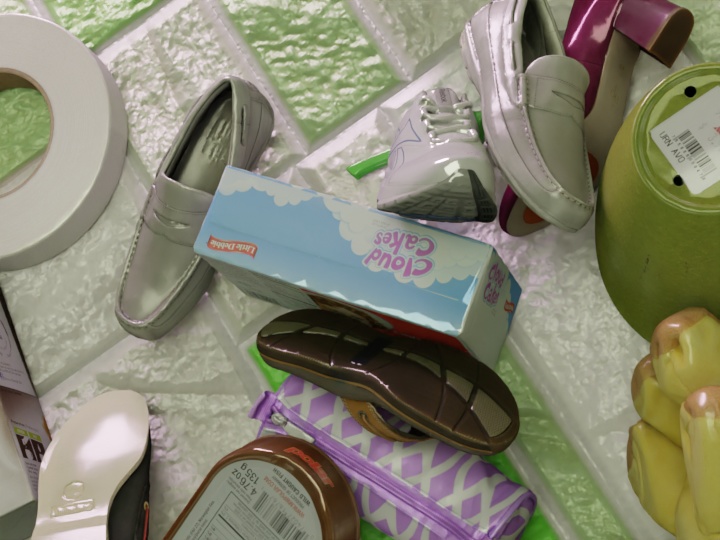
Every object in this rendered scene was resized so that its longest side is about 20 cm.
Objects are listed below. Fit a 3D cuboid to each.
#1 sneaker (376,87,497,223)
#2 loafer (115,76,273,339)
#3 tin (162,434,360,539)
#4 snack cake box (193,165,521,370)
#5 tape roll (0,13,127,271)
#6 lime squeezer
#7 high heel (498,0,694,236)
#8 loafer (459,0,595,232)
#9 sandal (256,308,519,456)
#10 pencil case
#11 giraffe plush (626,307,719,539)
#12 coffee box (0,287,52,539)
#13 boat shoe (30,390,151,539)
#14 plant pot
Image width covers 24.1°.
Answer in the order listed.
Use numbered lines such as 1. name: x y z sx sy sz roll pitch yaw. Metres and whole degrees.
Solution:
1. sneaker: 0.047 -0.076 1.101 0.074 0.200 0.088 7 96 -9
2. loafer: -0.127 -0.048 1.222 0.070 0.070 0.201 19 82 20
3. tin: -0.080 0.199 1.128 0.112 0.042 0.200 44 115 21
4. snack cake box: 0.000 0.000 1.157 0.199 0.115 0.068 17 78 19
5. tape roll: -0.278 -0.100 1.306 0.202 0.037 0.204 -4 75 15
6. lime squeezer: 0.081 -0.126 1.218 0.200 0.038 0.071 -49 37 0
7. high heel: 0.145 -0.119 1.189 0.200 0.067 0.096 -51 46 0
8. loafer: 0.117 -0.111 1.110 0.070 0.070 0.201 -41 45 28
9. sandal: 0.016 0.081 1.100 0.199 0.082 0.055 17 121 29
10. pencil case: 0.021 0.133 1.132 0.199 0.085 0.084 29 93 20
11. giraffe plush: 0.269 0.124 1.040 0.161 0.173 0.201 -6 59 -8
12. coffee box: -0.298 0.104 1.234 0.114 0.080 0.201 -25 71 8
13. boat shoe: -0.182 0.168 1.165 0.073 0.063 0.202 -7 41 11
14. plant pot: 0.227 -0.050 1.060 0.186 0.200 0.188 -4 75 15
